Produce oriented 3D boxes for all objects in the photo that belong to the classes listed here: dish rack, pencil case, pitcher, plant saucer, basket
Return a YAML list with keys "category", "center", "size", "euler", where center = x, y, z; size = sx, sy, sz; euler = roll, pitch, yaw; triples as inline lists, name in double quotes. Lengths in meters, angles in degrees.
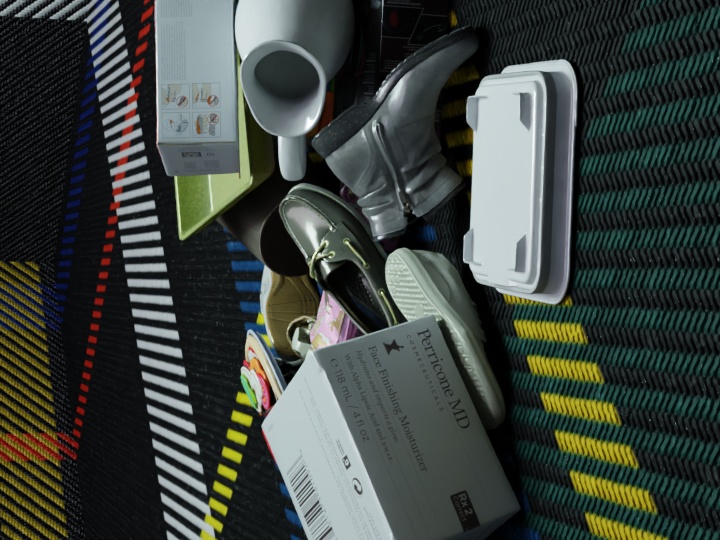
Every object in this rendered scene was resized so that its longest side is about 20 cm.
- category: "dish rack"
  center: [0.130, -0.077, 1.390]
  size: [0.171, 0.043, 0.203]
  euler: [-167, 78, -71]
- category: "pencil case"
  center: [0.000, 0.000, 1.726]
  size: [0.086, 0.082, 0.202]
  euler: [39, 129, 36]
- category: "pitcher"
  center: [-0.067, -0.205, 1.612]
  size: [0.201, 0.119, 0.173]
  euler: [-86, -4, -51]
- category: "plant saucer"
  center: [-0.155, -0.158, 1.862]
  size: [0.199, 0.047, 0.203]
  euler: [-31, 61, 55]
- category: "basket"
  center: [-0.110, -0.089, 1.963]
  size: [0.200, 0.178, 0.137]
  euler: [48, 128, 51]

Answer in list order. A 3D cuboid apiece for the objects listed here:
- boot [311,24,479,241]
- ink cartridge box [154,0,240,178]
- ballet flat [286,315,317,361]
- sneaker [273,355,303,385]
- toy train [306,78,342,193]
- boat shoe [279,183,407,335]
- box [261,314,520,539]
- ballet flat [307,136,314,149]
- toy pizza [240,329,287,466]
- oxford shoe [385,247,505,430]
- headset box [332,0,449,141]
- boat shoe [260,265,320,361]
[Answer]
- category: "boot"
  center: [0.063, -0.129, 1.545]
  size: [0.199, 0.132, 0.070]
  euler: [-39, -2, 21]
- category: "ink cartridge box"
  center: [-0.168, -0.206, 1.693]
  size: [0.176, 0.083, 0.203]
  euler: [102, 166, -79]
- category: "ballet flat"
  center: [-0.040, 0.101, 1.865]
  size: [0.200, 0.065, 0.071]
  euler: [-148, 71, -67]
- category: "sneaker"
  center: [-0.066, 0.154, 1.971]
  size: [0.200, 0.076, 0.086]
  euler: [-151, 47, -73]
- category: "toy train"
  center: [-0.054, -0.169, 1.842]
  size: [0.085, 0.114, 0.202]
  euler: [-110, 28, -48]
- category: "boat shoe"
  center: [-0.014, -0.005, 1.638]
  size: [0.202, 0.060, 0.072]
  euler: [47, 130, 11]
- category: "box"
  center: [0.022, 0.179, 1.493]
  size: [0.201, 0.129, 0.200]
  euler: [65, 154, 17]
- category: "ballet flat"
  center: [-0.051, -0.241, 1.919]
  size: [0.067, 0.063, 0.203]
  euler: [-135, 49, -65]
- category: "toy pizza"
  center: [-0.103, 0.168, 1.910]
  size: [0.200, 0.031, 0.203]
  euler: [159, 91, -79]
- category: "oxford shoe"
  center: [0.089, 0.056, 1.498]
  size: [0.201, 0.057, 0.076]
  euler: [61, 146, 31]
- category: "headset box"
  center: [0.028, -0.198, 1.655]
  size: [0.148, 0.074, 0.203]
  euler: [-158, 70, -70]
- category: "boat shoe"
  center: [-0.091, 0.043, 2.032]
  size: [0.070, 0.070, 0.202]
  euler: [108, 163, -45]
